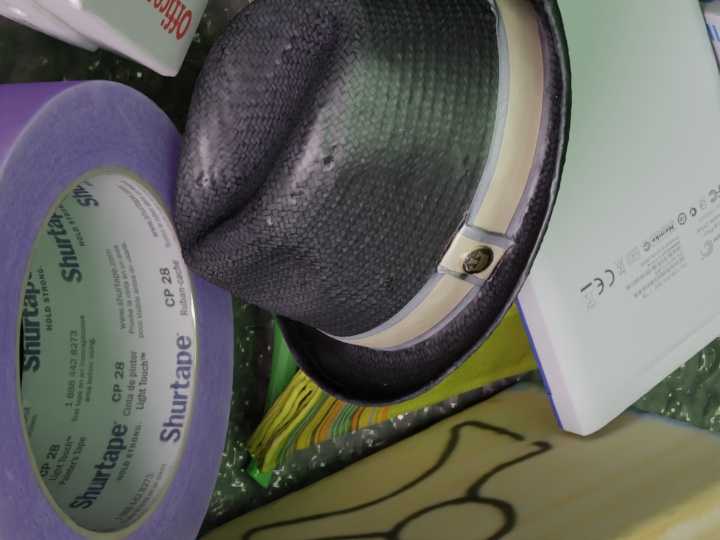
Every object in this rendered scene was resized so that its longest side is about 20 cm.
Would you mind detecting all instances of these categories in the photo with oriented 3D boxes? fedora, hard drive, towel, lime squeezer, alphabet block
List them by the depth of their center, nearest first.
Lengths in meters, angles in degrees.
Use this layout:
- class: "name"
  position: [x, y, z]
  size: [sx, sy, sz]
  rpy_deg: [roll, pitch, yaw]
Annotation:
- class: "fedora"
  position: [-0.010, -0.048, 0.819]
  size: [0.091, 0.200, 0.203]
  rpy_deg: [8, 95, -35]
- class: "hard drive"
  position: [0.107, -0.049, 0.937]
  size: [0.132, 0.025, 0.201]
  rpy_deg: [-34, 117, -27]
- class: "alphabet block"
  position: [0.070, 0.184, 0.939]
  size: [0.199, 0.195, 0.198]
  rpy_deg: [-22, 108, -29]
- class: "towel"
  position: [0.046, 0.038, 0.966]
  size: [0.199, 0.086, 0.018]
  rpy_deg: [-17, 69, -32]
- class: "lime squeezer"
  position: [0.000, 0.000, 0.968]
  size: [0.071, 0.038, 0.201]
  rpy_deg: [43, 78, -27]

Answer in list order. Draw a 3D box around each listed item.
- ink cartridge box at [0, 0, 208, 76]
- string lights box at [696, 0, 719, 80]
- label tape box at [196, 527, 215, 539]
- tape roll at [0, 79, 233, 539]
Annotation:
- class: "ink cartridge box"
  position: [-0.107, -0.196, 0.785]
  size: [0.144, 0.147, 0.202]
  rpy_deg: [22, 88, 9]
- class: "string lights box"
  position: [0.232, -0.059, 0.998]
  size: [0.102, 0.059, 0.201]
  rpy_deg: [-35, 116, -15]
- class: "label tape box"
  position: [-0.125, 0.215, 0.926]
  size: [0.199, 0.063, 0.146]
  rpy_deg: [-19, 108, -24]
- class: "tape roll"
  position: [-0.128, 0.031, 0.818]
  size: [0.200, 0.084, 0.202]
  rpy_deg: [-1, 90, -67]
